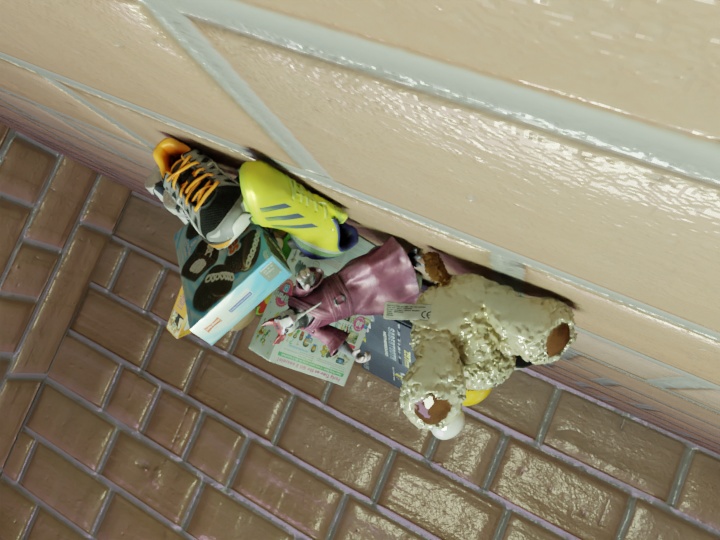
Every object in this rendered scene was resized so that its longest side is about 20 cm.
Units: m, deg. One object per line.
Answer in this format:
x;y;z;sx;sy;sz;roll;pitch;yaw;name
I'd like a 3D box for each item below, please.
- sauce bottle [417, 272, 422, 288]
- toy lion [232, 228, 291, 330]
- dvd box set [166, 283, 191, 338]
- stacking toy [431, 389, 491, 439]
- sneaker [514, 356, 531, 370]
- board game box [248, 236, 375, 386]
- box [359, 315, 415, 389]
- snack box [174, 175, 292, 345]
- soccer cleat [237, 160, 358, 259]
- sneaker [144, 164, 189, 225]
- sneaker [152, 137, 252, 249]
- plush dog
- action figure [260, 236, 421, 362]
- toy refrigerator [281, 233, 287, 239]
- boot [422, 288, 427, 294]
0.000;0.000;0.933;0.198;0.066;0.065;21;175;25;sauce bottle
-0.124;-0.008;0.863;0.068;0.202;0.191;41;-143;19;toy lion
-0.201;-0.001;0.865;0.029;0.202;0.146;39;-148;16;dvd box set
0.138;0.128;0.782;0.144;0.203;0.146;24;176;2;stacking toy
0.223;0.170;1.070;0.197;0.085;0.121;-5;160;-21;sneaker
-0.049;0.044;0.819;0.147;0.203;0.064;28;173;-41;board game box
0.070;0.128;0.987;0.156;0.051;0.202;24;144;25;box
-0.153;-0.020;0.665;0.037;0.116;0.201;45;-173;-38;snack box
-0.060;-0.066;0.617;0.082;0.066;0.200;-9;160;17;soccer cleat
-0.223;-0.092;0.840;0.198;0.080;0.129;17;163;49;sneaker
-0.180;-0.091;0.654;0.199;0.079;0.077;36;174;46;sneaker
0.120;0.080;0.650;0.162;0.198;0.172;59;178;34;plush dog
-0.027;0.023;0.692;0.149;0.197;0.136;-131;22;-62;action figure
-0.182;-0.073;1.007;0.069;0.077;0.200;22;176;23;toy refrigerator
0.185;0.089;1.009;0.171;0.070;0.200;16;-178;9;boot
